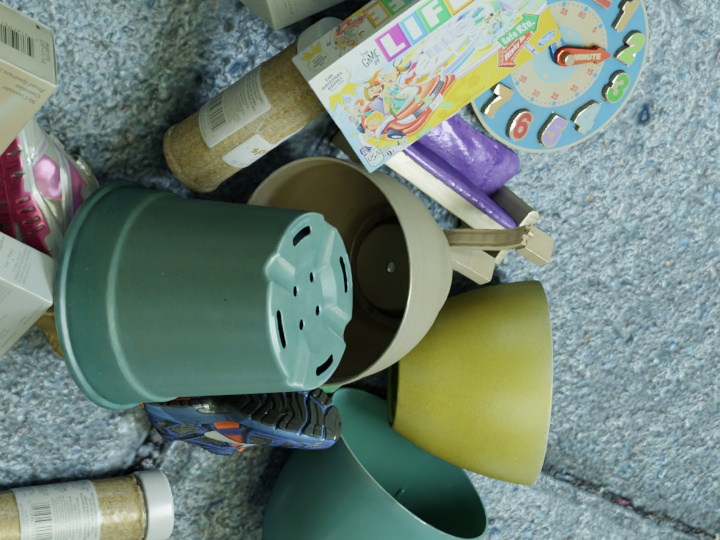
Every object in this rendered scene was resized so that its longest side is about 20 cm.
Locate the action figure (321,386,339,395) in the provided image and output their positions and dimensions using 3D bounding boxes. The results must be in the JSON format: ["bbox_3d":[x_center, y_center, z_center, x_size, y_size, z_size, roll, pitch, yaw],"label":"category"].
[{"bbox_3d":[-0.069,0.026,1.808,0.118,0.055,0.200,-45,117,1],"label":"action figure"}]

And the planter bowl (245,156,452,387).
[{"bbox_3d":[0.000,0.000,1.719,0.134,0.200,0.202,-2,117,-55],"label":"planter bowl"}]

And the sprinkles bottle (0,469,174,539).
[{"bbox_3d":[-0.278,0.232,1.794,0.198,0.068,0.069,-4,115,-24],"label":"sprinkles bottle"}]

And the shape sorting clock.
[{"bbox_3d":[0.191,-0.207,1.831,0.199,0.039,0.202,-10,115,-23],"label":"shape sorting clock"}]

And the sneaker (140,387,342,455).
[{"bbox_3d":[-0.111,0.137,1.796,0.198,0.076,0.079,10,137,16],"label":"sneaker"}]

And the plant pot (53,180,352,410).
[{"bbox_3d":[-0.124,0.023,1.621,0.200,0.195,0.202,-3,93,-62],"label":"plant pot"}]

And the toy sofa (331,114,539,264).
[{"bbox_3d":[0.080,-0.101,1.804,0.200,0.083,0.098,34,96,-34],"label":"toy sofa"}]

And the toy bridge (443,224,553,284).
[{"bbox_3d":[0.097,-0.012,1.800,0.067,0.199,0.027,30,61,-26],"label":"toy bridge"}]

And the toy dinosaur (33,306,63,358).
[{"bbox_3d":[-0.258,0.034,1.717,0.199,0.058,0.102,12,108,-30],"label":"toy dinosaur"}]

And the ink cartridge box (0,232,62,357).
[{"bbox_3d":[-0.372,0.003,1.610,0.199,0.048,0.160,29,140,-20],"label":"ink cartridge box"}]

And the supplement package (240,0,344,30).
[{"bbox_3d":[-0.021,-0.310,1.634,0.199,0.117,0.118,-25,123,-13],"label":"supplement package"}]

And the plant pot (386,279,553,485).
[{"bbox_3d":[0.100,0.107,1.865,0.141,0.200,0.202,2,114,-5],"label":"plant pot"}]

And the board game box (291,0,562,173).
[{"bbox_3d":[0.057,-0.182,1.555,0.199,0.034,0.135,-36,141,2],"label":"board game box"}]

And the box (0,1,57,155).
[{"bbox_3d":[-0.338,-0.125,1.548,0.095,0.078,0.200,24,125,-32],"label":"box"}]

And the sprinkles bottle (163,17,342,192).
[{"bbox_3d":[-0.082,-0.141,1.648,0.199,0.069,0.068,-31,131,33],"label":"sprinkles bottle"}]

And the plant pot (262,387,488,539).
[{"bbox_3d":[-0.001,0.242,1.866,0.200,0.201,0.161,29,112,-33],"label":"plant pot"}]

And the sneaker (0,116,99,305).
[{"bbox_3d":[-0.278,-0.076,1.649,0.088,0.081,0.201,-35,117,-45],"label":"sneaker"}]
